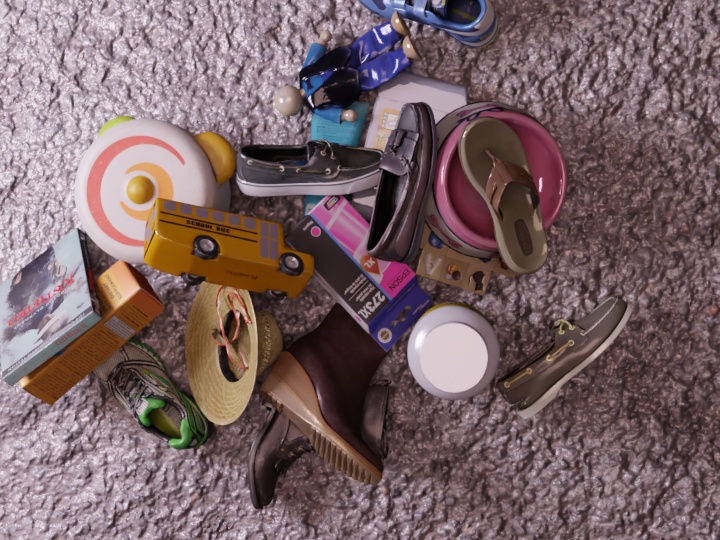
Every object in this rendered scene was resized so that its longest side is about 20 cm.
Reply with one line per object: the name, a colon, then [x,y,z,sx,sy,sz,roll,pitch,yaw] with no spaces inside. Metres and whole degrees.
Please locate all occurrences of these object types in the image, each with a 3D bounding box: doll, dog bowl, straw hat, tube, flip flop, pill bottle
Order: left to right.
straw hat: [-0.148,0.097,1.311,0.084,0.200,0.203,0,90,-38]
tube: [-0.040,-0.128,1.326,0.077,0.050,0.202,8,86,1]
doll: [-0.024,-0.259,1.307,0.199,0.048,0.137,-27,70,14]
pill bottle: [0.114,0.098,1.234,0.111,0.200,0.113,0,91,5]
dog bowl: [0.171,-0.113,1.265,0.198,0.074,0.202,-1,96,-11]
flip flop: [0.179,-0.089,1.202,0.080,0.058,0.202,-21,99,-9]

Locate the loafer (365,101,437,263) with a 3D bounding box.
loafer: [0.048,-0.109,1.237,0.062,0.072,0.202,2,98,-32]

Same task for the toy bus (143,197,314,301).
toy bus: [-0.157,-0.024,1.214,0.198,0.065,0.079,11,51,-22]

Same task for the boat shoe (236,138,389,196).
boat shoe: [-0.059,-0.134,1.263,0.198,0.069,0.057,-6,132,-4]

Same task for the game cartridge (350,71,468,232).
game cartridge: [0.070,-0.154,1.320,0.132,0.042,0.202,14,91,9]

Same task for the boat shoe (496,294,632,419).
boat shoe: [0.261,0.101,1.286,0.060,0.072,0.202,44,97,-1]

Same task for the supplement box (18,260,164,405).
supplement box: [-0.356,0.080,1.301,0.200,0.069,0.067,-42,56,0]

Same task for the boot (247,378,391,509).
boot: [-0.050,0.226,1.312,0.172,0.069,0.202,11,86,5]

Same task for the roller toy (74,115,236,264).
roller toy: [-0.264,-0.099,1.296,0.198,0.140,0.184,12,92,4]

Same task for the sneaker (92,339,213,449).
sneaker: [-0.282,0.159,1.326,0.199,0.085,0.078,37,93,8]

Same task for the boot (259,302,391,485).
boot: [-0.009,0.151,1.269,0.200,0.073,0.166,41,62,10]

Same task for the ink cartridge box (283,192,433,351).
ink cartridge box: [0.000,0.000,1.286,0.095,0.037,0.200,-45,98,-13]

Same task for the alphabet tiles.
alphabet tiles: [0.145,-0.077,1.304,0.165,0.006,0.202,16,92,-13]

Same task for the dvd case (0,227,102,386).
dvd case: [-0.406,0.041,1.299,0.145,0.201,0.022,-36,130,5]

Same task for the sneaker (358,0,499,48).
sneaker: [0.085,-0.352,1.294,0.198,0.082,0.075,19,93,6]
